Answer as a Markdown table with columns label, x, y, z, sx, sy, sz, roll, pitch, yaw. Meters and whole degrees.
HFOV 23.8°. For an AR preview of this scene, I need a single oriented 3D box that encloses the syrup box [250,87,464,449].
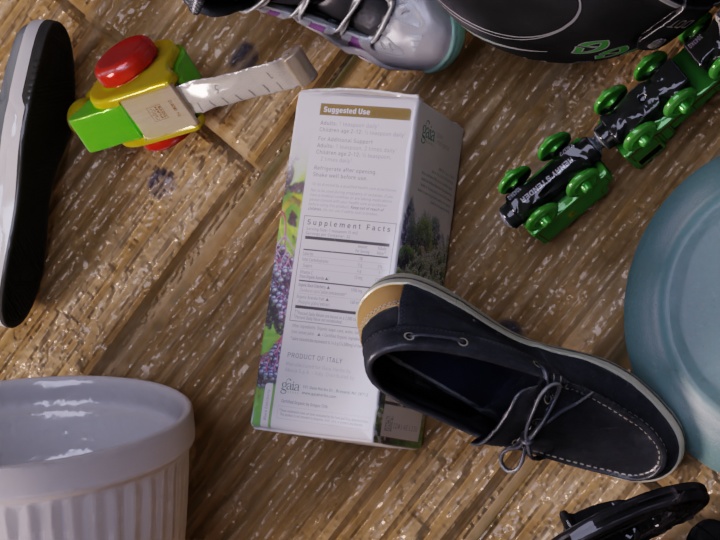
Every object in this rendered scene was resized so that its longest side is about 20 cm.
| label | x | y | z | sx | sy | sz | roll | pitch | yaw |
| --- | --- | --- | --- | --- | --- | --- | --- | --- | --- |
| syrup box | 0.000 | 0.000 | 1.002 | 0.081 | 0.079 | 0.201 | 5 | 84 | 23 |

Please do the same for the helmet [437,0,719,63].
| label | x | y | z | sx | sy | sz | roll | pitch | yaw |
| --- | --- | --- | --- | --- | --- | --- | --- | --- | --- |
| helmet | 0.110 | -0.214 | 0.933 | 0.190 | 0.199 | 0.201 | 5 | 83 | 50 |

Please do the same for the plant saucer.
| label | x | y | z | sx | sy | sz | roll | pitch | yaw |
| --- | --- | --- | --- | --- | --- | --- | --- | --- | --- |
| plant saucer | 0.237 | 0.020 | 0.927 | 0.199 | 0.036 | 0.201 | -4 | 80 | 22 |

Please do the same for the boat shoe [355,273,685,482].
| label | x | y | z | sx | sy | sz | roll | pitch | yaw |
| --- | --- | --- | --- | --- | --- | --- | --- | --- | --- |
| boat shoe | 0.085 | 0.071 | 0.925 | 0.199 | 0.062 | 0.075 | 27 | 127 | -11 |

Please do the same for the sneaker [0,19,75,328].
| label | x | y | z | sx | sy | sz | roll | pitch | yaw |
| --- | --- | --- | --- | --- | --- | --- | --- | --- | --- |
| sneaker | -0.261 | -0.071 | 1.121 | 0.120 | 0.084 | 0.201 | 10 | 87 | 13 |

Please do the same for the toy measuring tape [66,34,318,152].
| label | x | y | z | sx | sy | sz | roll | pitch | yaw |
| --- | --- | --- | --- | --- | --- | --- | --- | --- | --- |
| toy measuring tape | -0.103 | -0.119 | 1.058 | 0.199 | 0.073 | 0.074 | -12 | 77 | 34 |

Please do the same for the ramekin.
| label | x | y | z | sx | sy | sz | roll | pitch | yaw |
| --- | --- | --- | --- | --- | --- | --- | --- | --- | --- |
| ramekin | -0.194 | 0.136 | 0.999 | 0.199 | 0.200 | 0.106 | 2 | 101 | 22 |

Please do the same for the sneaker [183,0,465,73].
| label | x | y | z | sx | sy | sz | roll | pitch | yaw |
| --- | --- | --- | --- | --- | --- | --- | --- | --- | --- |
| sneaker | -0.046 | -0.162 | 0.974 | 0.199 | 0.140 | 0.078 | 33 | 123 | 15 |

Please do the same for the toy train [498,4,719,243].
| label | x | y | z | sx | sy | sz | roll | pitch | yaw |
| --- | --- | --- | --- | --- | --- | --- | --- | --- | --- |
| toy train | 0.161 | -0.088 | 0.963 | 0.200 | 0.056 | 0.042 | -40 | 66 | 12 |

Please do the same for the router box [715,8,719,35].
| label | x | y | z | sx | sy | sz | roll | pitch | yaw |
| --- | --- | --- | --- | --- | --- | --- | --- | --- | --- |
| router box | 0.270 | -0.148 | 0.859 | 0.200 | 0.150 | 0.062 | -46 | 67 | -2 |

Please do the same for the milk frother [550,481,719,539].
| label | x | y | z | sx | sy | sz | roll | pitch | yaw |
| --- | --- | --- | --- | --- | --- | --- | --- | --- | --- |
| milk frother | 0.156 | 0.214 | 0.842 | 0.188 | 0.200 | 0.181 | 43 | 95 | 21 |
